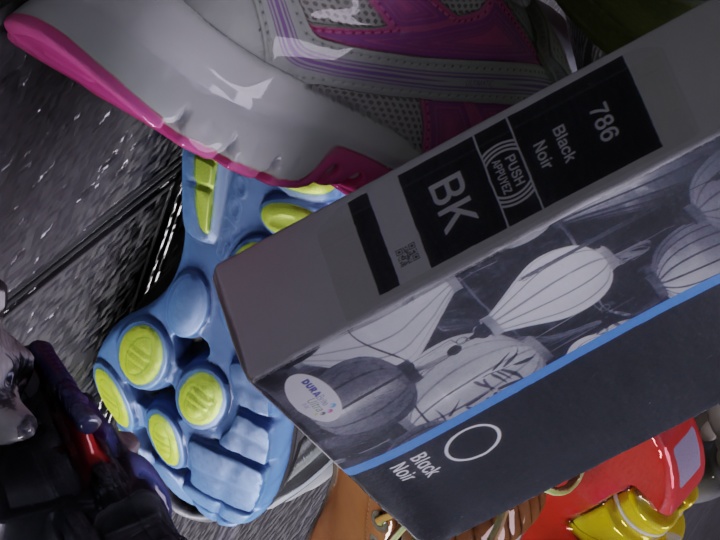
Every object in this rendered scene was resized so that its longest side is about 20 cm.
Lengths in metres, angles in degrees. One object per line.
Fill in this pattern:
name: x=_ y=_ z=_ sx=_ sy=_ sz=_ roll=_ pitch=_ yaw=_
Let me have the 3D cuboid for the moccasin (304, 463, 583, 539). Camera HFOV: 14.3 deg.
moccasin: x=0.029 y=0.061 z=0.876 sx=0.074 sy=0.078 sz=0.201 roll=-18 pitch=148 yaw=-30

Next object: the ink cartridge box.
ink cartridge box: x=0.076 y=-0.012 z=0.645 sx=0.200 sy=0.039 sz=0.099 roll=-29 pitch=142 yaw=11

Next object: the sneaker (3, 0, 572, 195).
sneaker: x=0.014 y=-0.056 z=0.678 sx=0.200 sy=0.081 sz=0.088 roll=20 pitch=99 yaw=-50

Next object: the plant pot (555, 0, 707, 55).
plant pot: x=0.090 y=-0.149 z=0.637 sx=0.200 sy=0.200 sz=0.190 roll=-55 pitch=155 yaw=4

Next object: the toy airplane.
toy airplane: x=0.142 y=0.158 z=1.624 sx=0.200 sy=0.141 sz=0.199 roll=-55 pitch=167 yaw=5

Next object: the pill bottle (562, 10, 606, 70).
pill bottle: x=0.118 y=-0.058 z=0.812 sx=0.200 sy=0.111 sz=0.111 roll=-95 pitch=-151 yaw=-57

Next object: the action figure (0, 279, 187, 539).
action figure: x=-0.084 y=0.100 z=0.677 sx=0.104 sy=0.194 sz=0.200 roll=-12 pitch=-165 yaw=-16

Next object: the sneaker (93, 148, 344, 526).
sneaker: x=-0.020 y=-0.002 z=0.818 sx=0.083 sy=0.071 sz=0.200 roll=-32 pitch=153 yaw=-43

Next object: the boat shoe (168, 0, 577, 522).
boat shoe: x=0.000 y=0.000 z=0.910 sx=0.200 sy=0.072 sz=0.068 roll=-51 pitch=170 yaw=21
